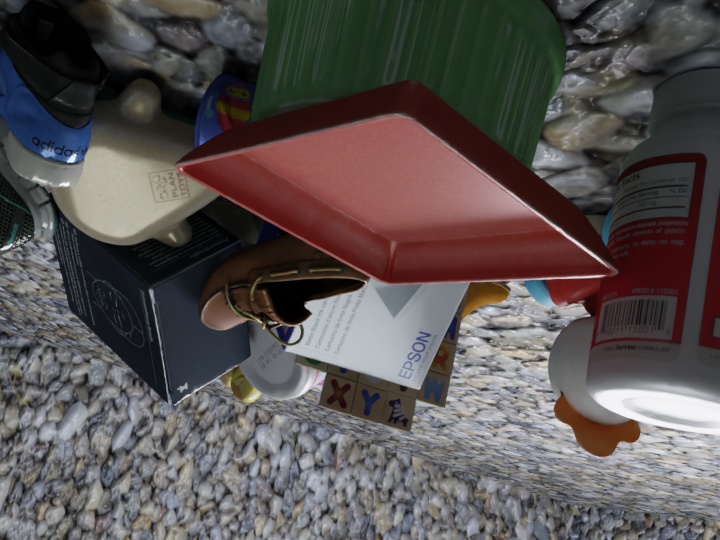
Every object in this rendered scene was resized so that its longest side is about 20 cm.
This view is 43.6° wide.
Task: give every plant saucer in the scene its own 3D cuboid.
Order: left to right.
[{"bbox_3d":[0.022,-0.045,0.532,0.198,0.037,0.198,28,160,-39],"label":"plant saucer"}]

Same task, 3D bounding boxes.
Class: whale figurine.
[{"bbox_3d":[-0.172,-0.099,0.792,0.196,0.105,0.162,-8,124,2],"label":"whale figurine"}]

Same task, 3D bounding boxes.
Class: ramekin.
[{"bbox_3d":[0.025,-0.106,0.572,0.196,0.100,0.200,13,164,4],"label":"ramekin"}]

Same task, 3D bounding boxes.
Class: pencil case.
[{"bbox_3d":[-0.034,-0.092,0.706,0.196,0.079,0.087,15,151,-2],"label":"pencil case"}]

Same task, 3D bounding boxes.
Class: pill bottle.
[{"bbox_3d":[-0.041,0.054,0.997,0.107,0.111,0.199,2,-160,36],"label":"pill bottle"},{"bbox_3d":[0.207,-0.012,0.547,0.110,0.204,0.112,13,165,4],"label":"pill bottle"}]

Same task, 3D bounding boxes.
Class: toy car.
[{"bbox_3d":[0.232,0.067,0.787,0.174,0.204,0.184,17,164,-12],"label":"toy car"}]

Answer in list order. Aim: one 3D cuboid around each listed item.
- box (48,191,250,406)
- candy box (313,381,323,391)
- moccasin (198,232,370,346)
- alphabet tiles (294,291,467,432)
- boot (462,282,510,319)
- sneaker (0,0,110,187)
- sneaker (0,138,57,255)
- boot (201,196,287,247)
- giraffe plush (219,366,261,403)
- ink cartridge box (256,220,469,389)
[{"bbox_3d":[-0.213,0.007,0.907,0.199,0.106,0.151,34,138,34],"label":"box"},{"bbox_3d":[-0.043,0.077,1.176,0.060,0.139,0.200,8,162,22],"label":"candy box"},{"bbox_3d":[-0.067,0.018,0.775,0.199,0.079,0.073,-19,151,32],"label":"moccasin"},{"bbox_3d":[0.025,0.053,0.919,0.164,0.204,0.006,18,161,-14],"label":"alphabet tiles"},{"bbox_3d":[0.078,0.070,0.990,0.198,0.147,0.070,10,173,-32],"label":"boot"},{"bbox_3d":[-0.260,-0.161,0.702,0.076,0.113,0.200,4,-150,-44],"label":"sneaker"},{"bbox_3d":[-0.384,-0.095,0.861,0.200,0.091,0.078,46,145,6],"label":"sneaker"},{"bbox_3d":[-0.094,-0.028,0.975,0.152,0.073,0.200,8,159,32],"label":"boot"},{"bbox_3d":[-0.101,0.099,1.328,0.160,0.175,0.200,14,135,-42],"label":"giraffe plush"},{"bbox_3d":[0.000,0.000,0.830,0.196,0.202,0.041,17,-152,-11],"label":"ink cartridge box"}]
